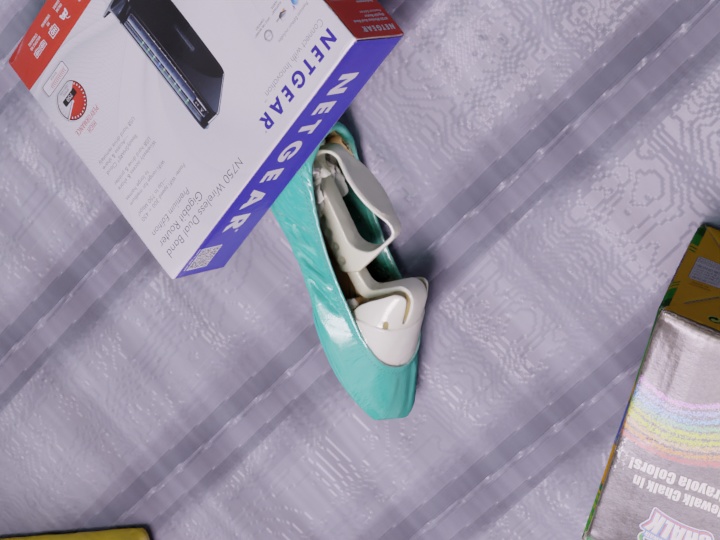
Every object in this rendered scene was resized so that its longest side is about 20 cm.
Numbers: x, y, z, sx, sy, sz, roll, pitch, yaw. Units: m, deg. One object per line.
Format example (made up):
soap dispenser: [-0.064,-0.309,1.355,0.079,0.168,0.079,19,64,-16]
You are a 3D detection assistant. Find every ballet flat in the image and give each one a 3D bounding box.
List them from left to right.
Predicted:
ballet flat: [0.000,0.000,1.281,0.070,0.067,0.201,-13,107,42]

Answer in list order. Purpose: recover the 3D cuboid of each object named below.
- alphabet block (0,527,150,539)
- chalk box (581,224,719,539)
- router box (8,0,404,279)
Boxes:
alphabet block: [-0.231,0.309,1.448,0.194,0.196,0.202,-9,109,24]
chalk box: [0.208,0.101,1.215,0.124,0.124,0.201,21,120,11]
router box: [-0.094,-0.129,1.244,0.180,0.049,0.200,51,123,18]
